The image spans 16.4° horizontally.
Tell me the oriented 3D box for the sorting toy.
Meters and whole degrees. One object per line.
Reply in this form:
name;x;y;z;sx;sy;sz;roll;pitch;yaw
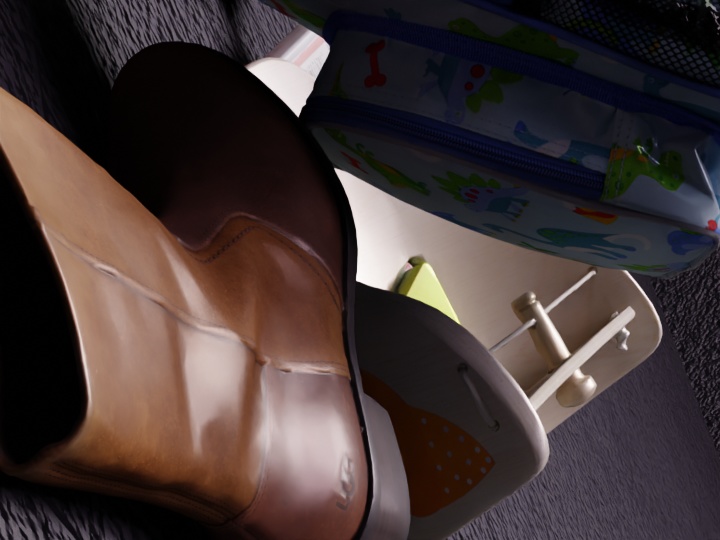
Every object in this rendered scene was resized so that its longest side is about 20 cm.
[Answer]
sorting toy;0.000;0.000;0.887;0.180;0.107;0.200;53;20;3

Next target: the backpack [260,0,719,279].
backpack;0.053;-0.087;0.802;0.200;0.147;0.183;24;-4;1

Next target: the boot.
boot;-0.068;-0.010;0.676;0.200;0.068;0.188;34;40;-60

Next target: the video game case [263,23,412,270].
video game case;0.022;-0.024;1.107;0.200;0.017;0.143;63;36;-18
